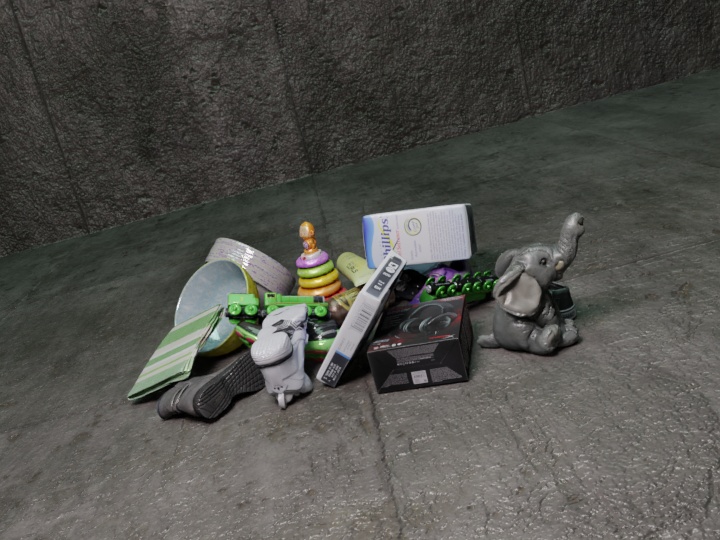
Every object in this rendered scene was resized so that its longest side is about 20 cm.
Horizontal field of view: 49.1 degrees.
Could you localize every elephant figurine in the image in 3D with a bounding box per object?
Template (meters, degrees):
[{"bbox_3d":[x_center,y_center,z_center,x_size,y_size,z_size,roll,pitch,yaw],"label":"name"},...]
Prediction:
[{"bbox_3d":[0.266,0.019,1.239,0.154,0.202,0.141,-21,18,-22],"label":"elephant figurine"}]

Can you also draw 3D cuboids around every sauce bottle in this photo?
[{"bbox_3d":[-0.026,0.074,1.551,0.198,0.066,0.065,-23,18,-24],"label":"sauce bottle"}]

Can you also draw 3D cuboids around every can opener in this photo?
[{"bbox_3d":[0.066,0.019,1.628,0.199,0.064,0.078,17,-7,44],"label":"can opener"}]

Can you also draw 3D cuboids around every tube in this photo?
[{"bbox_3d":[0.000,0.000,1.598,0.058,0.052,0.200,-60,18,1],"label":"tube"}]

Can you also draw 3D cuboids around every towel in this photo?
[{"bbox_3d":[-0.338,0.150,1.466,0.151,0.023,0.201,-24,26,27],"label":"towel"}]

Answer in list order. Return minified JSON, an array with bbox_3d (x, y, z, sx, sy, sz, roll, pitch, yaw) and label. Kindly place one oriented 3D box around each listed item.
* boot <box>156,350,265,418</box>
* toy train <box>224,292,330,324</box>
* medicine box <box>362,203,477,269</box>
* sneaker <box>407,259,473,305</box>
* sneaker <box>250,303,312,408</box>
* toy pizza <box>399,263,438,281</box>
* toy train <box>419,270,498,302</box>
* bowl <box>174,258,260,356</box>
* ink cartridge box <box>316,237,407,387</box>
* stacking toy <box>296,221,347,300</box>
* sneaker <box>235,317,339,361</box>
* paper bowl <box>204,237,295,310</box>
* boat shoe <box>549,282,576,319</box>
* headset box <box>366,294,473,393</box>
[{"bbox_3d":[-0.250,0.190,1.363,0.131,0.071,0.199,-9,11,41],"label":"boot"},{"bbox_3d":[-0.154,0.070,1.473,0.197,0.042,0.057,1,50,-9],"label":"toy train"},{"bbox_3d":[0.119,-0.069,1.531,0.197,0.104,0.182,-6,4,12],"label":"medicine box"},{"bbox_3d":[0.145,0.037,1.486,0.199,0.090,0.080,-27,22,-34],"label":"sneaker"},{"bbox_3d":[-0.122,0.140,1.318,0.074,0.116,0.200,-10,21,15],"label":"sneaker"},{"bbox_3d":[0.085,-0.003,1.748,0.198,0.032,0.201,-14,24,6],"label":"toy pizza"},{"bbox_3d":[0.184,0.037,1.437,0.198,0.057,0.042,-5,36,-43],"label":"toy train"},{"bbox_3d":[-0.268,0.088,1.591,0.198,0.203,0.107,-2,-22,37],"label":"bowl"},{"bbox_3d":[0.012,0.069,1.319,0.043,0.199,0.200,29,34,4],"label":"ink cartridge box"},{"bbox_3d":[-0.090,-0.002,1.607,0.109,0.203,0.115,-25,20,-34],"label":"stacking toy"},{"bbox_3d":[-0.128,0.114,1.423,0.197,0.077,0.085,5,58,10],"label":"sneaker"},{"bbox_3d":[-0.249,0.022,1.721,0.200,0.200,0.105,8,66,52],"label":"paper bowl"},{"bbox_3d":[0.304,0.034,1.392,0.073,0.069,0.199,-17,17,-12],"label":"boat shoe"},{"bbox_3d":[0.104,0.113,1.292,0.147,0.078,0.200,-10,19,15],"label":"headset box"}]
